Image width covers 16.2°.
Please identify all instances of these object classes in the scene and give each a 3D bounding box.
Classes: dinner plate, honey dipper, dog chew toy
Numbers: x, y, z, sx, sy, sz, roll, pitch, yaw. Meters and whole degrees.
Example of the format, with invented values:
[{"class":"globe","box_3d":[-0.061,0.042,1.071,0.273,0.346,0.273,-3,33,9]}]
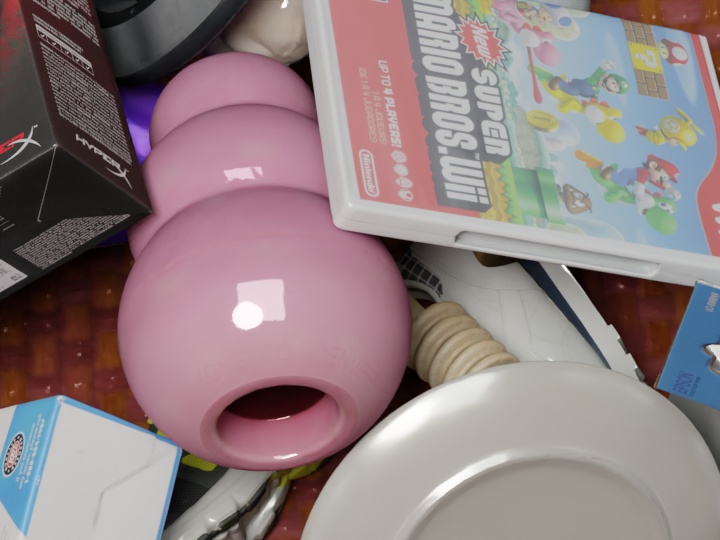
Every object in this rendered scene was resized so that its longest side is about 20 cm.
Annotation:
[{"class":"dinner plate","box_3d":[0.069,0.133,1.100,0.200,0.200,0.024,-20,29,-6]},{"class":"honey dipper","box_3d":[0.000,0.000,1.184,0.038,0.038,0.200,-39,52,-12]},{"class":"dog chew toy","box_3d":[-0.047,-0.013,1.092,0.124,0.125,0.200,-9,51,-2]}]

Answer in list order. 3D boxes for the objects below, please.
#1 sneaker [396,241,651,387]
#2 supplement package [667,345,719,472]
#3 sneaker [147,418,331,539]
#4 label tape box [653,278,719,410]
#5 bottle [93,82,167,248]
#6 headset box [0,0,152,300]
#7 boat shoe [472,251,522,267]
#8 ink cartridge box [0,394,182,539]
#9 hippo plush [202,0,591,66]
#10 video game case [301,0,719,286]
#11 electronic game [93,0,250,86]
[{"class":"sneaker","box_3d":[0.092,0.057,1.180,0.080,0.076,0.200,-35,68,0]},{"class":"supplement package","box_3d":[0.245,0.091,1.134,0.117,0.117,0.200,-32,74,-10]},{"class":"sneaker","box_3d":[-0.073,0.085,1.172,0.085,0.074,0.200,37,66,19]},{"class":"label tape box","box_3d":[0.230,0.037,1.014,0.200,0.144,0.063,22,71,7]},{"class":"bottle","box_3d":[-0.127,-0.052,1.203,0.200,0.065,0.084,-9,90,6]},{"class":"headset box","box_3d":[-0.189,-0.083,1.091,0.149,0.075,0.200,-28,57,17]},{"class":"boat shoe","box_3d":[0.110,-0.059,1.168,0.200,0.073,0.065,-19,72,-50]},{"class":"ink cartridge box","box_3d":[-0.167,0.129,1.120,0.068,0.200,0.116,24,68,-29]},{"class":"hippo plush","box_3d":[0.021,-0.131,1.215,0.161,0.200,0.159,35,88,-14]},{"class":"video game case","box_3d":[0.075,-0.063,1.097,0.200,0.017,0.143,9,50,-22]},{"class":"electronic game","box_3d":[-0.070,-0.176,1.169,0.042,0.200,0.200,28,69,-28]}]
